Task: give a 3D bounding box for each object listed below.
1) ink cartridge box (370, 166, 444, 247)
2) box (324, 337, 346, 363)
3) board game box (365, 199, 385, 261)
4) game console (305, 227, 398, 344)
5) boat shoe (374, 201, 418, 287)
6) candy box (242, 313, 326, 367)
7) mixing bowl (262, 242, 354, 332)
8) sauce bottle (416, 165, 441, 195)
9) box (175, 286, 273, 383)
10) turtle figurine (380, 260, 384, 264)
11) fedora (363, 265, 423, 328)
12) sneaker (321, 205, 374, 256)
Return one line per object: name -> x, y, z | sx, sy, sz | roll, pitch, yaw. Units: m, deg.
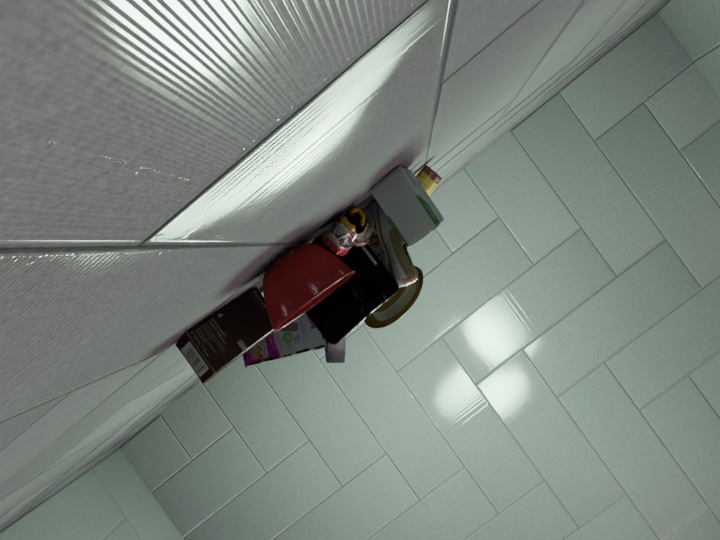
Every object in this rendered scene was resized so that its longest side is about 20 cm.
ink cartridge box -> 0.107, -0.140, 1.314 | 0.082, 0.148, 0.200 | -35, 179, 14
box -> -0.065, 0.112, 1.507 | 0.047, 0.162, 0.201 | 2, -161, -7
board game box -> 0.028, -0.079, 1.501 | 0.199, 0.136, 0.034 | -37, -179, 42
game console -> -0.045, 0.023, 1.327 | 0.175, 0.201, 0.116 | -34, 173, -43
boat shoe -> 0.082, -0.065, 1.373 | 0.067, 0.205, 0.075 | -14, 180, 18
candy box -> -0.191, 0.139, 1.433 | 0.195, 0.140, 0.061 | -11, 172, -15
mixing bowl -> -0.120, 0.018, 1.187 | 0.199, 0.109, 0.200 | -37, 177, -2
sauce bottle -> 0.138, -0.189, 1.639 | 0.201, 0.066, 0.066 | -52, 176, 12
box -> -0.267, 0.130, 1.243 | 0.075, 0.101, 0.199 | -38, 180, 44
turtle figurine -> 0.000, 0.000, 1.413 | 0.147, 0.104, 0.198 | -3, 175, 39
fedora -> 0.067, 0.049, 1.544 | 0.199, 0.082, 0.203 | -33, -149, 22
sneaker -> -0.007, -0.094, 1.276 | 0.082, 0.078, 0.200 | -49, 179, 27
